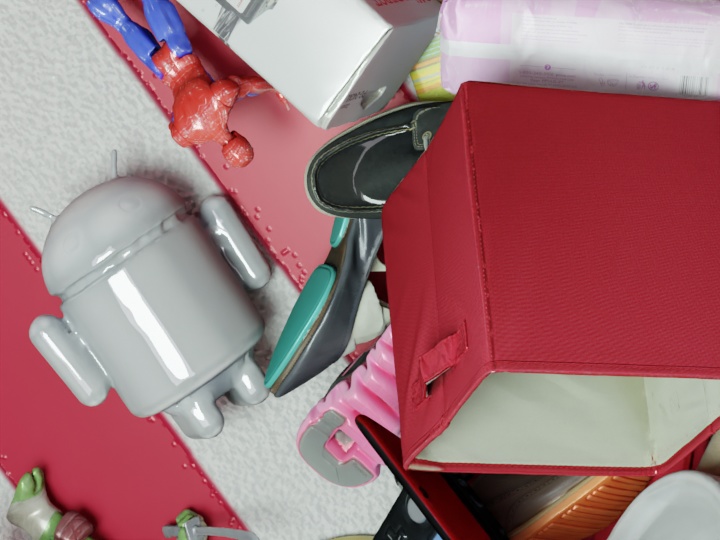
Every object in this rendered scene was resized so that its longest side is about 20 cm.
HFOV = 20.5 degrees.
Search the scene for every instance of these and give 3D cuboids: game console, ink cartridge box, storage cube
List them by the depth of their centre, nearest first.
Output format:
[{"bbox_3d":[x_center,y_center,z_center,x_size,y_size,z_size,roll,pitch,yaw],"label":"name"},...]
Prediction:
[{"bbox_3d":[0.123,0.011,1.186,0.198,0.171,0.181,2,65,-16],"label":"storage cube"},{"bbox_3d":[-0.052,-0.191,1.263,0.200,0.145,0.084,42,110,6],"label":"ink cartridge box"},{"bbox_3d":[0.053,0.212,1.265,0.200,0.118,0.173,51,128,32],"label":"game console"}]

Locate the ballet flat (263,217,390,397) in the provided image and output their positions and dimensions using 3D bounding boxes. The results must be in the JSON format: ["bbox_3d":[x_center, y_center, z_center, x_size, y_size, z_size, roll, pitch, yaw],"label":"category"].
[{"bbox_3d":[0.000,0.000,1.340,0.073,0.073,0.202,21,91,8],"label":"ballet flat"}]

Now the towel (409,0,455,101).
[{"bbox_3d":[0.085,-0.107,1.330,0.085,0.018,0.202,-16,101,21],"label":"towel"}]

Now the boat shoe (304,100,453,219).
[{"bbox_3d":[0.059,-0.078,1.278,0.198,0.068,0.073,-11,90,4],"label":"boat shoe"}]

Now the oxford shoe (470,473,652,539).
[{"bbox_3d":[0.114,0.155,1.349,0.199,0.071,0.073,-36,59,23],"label":"oxford shoe"}]

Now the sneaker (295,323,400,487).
[{"bbox_3d":[0.038,0.059,1.341,0.079,0.096,0.200,46,118,-9],"label":"sneaker"}]

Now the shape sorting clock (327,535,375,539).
[{"bbox_3d":[-0.003,0.287,1.403,0.198,0.039,0.202,-4,68,8],"label":"shape sorting clock"}]

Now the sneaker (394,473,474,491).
[{"bbox_3d":[0.090,0.085,1.344,0.199,0.083,0.071,-42,92,21],"label":"sneaker"}]

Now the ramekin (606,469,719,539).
[{"bbox_3d":[0.219,0.231,1.226,0.094,0.203,0.204,15,111,-19],"label":"ramekin"}]

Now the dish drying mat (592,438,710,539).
[{"bbox_3d":[0.196,0.113,1.330,0.076,0.018,0.202,21,124,31],"label":"dish drying mat"}]

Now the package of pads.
[{"bbox_3d":[0.149,-0.150,1.231,0.198,0.121,0.076,4,115,6],"label":"package of pads"}]

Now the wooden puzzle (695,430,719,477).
[{"bbox_3d":[0.316,0.148,1.294,0.198,0.046,0.186,17,125,-2],"label":"wooden puzzle"}]

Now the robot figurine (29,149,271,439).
[{"bbox_3d":[-0.143,0.020,1.370,0.169,0.113,0.201,-35,95,-20],"label":"robot figurine"}]

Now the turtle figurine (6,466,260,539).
[{"bbox_3d":[-0.179,0.214,1.421,0.193,0.200,0.145,30,76,9],"label":"turtle figurine"}]

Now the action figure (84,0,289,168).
[{"bbox_3d":[-0.117,-0.148,1.351,0.065,0.099,0.201,-42,70,24],"label":"action figure"}]
